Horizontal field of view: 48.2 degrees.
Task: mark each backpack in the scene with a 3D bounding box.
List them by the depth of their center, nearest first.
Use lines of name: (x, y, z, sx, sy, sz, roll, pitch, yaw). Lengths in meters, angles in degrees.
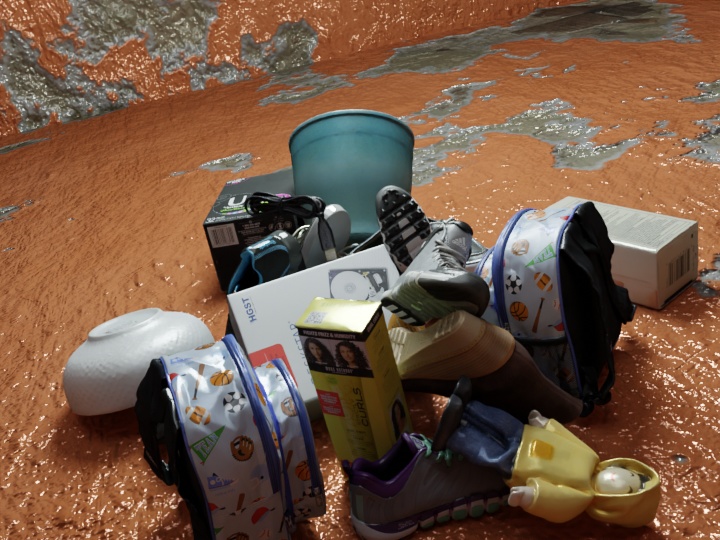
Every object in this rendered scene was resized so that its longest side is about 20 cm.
backpack: (-0.119, 0.160, 0.741, 0.154, 0.191, 0.200, -25, 37, -17)
backpack: (0.211, 0.025, 0.884, 0.154, 0.191, 0.200, 1, 29, 27)

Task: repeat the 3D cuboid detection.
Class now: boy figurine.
boy figurine: (0.162, 0.170, 0.703, 0.199, 0.065, 0.124, 24, 30, 16)

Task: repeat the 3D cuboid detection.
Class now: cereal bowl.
cereal bowl: (-0.286, 0.103, 1.027, 0.199, 0.084, 0.200, -15, 13, 4)

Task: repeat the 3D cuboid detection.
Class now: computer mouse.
computer mouse: (-0.077, -0.006, 1.039, 0.140, 0.201, 0.046, 0, 10, 37)

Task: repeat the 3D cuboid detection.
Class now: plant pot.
plant pot: (-0.010, -0.114, 1.236, 0.199, 0.200, 0.189, -6, 69, 10)

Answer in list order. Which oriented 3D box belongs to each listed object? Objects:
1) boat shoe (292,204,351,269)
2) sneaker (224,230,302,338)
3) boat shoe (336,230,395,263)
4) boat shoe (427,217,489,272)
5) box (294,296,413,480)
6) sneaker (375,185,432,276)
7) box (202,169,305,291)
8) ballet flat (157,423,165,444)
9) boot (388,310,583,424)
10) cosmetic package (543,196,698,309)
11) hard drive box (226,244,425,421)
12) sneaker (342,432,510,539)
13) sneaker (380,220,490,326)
boat shoe: (-0.071, -0.026, 1.114, 0.071, 0.200, 0.064, -23, 61, -35)
sneaker: (-0.145, 0.039, 1.019, 0.073, 0.200, 0.082, 34, 31, 23)
boat shoe: (0.000, 0.000, 1.080, 0.075, 0.062, 0.200, 12, 29, 30)
boat shoe: (0.127, -0.048, 1.228, 0.073, 0.068, 0.199, -24, 28, -25)
box: (0.000, 0.121, 0.776, 0.075, 0.201, 0.050, 4, 36, 26)
sneaker: (0.069, -0.024, 1.079, 0.066, 0.200, 0.090, -34, 18, -9)
box: (-0.158, -0.072, 1.331, 0.148, 0.125, 0.200, -8, 25, 7)
ballet flat: (-0.185, 0.156, 0.897, 0.200, 0.057, 0.067, -30, 47, 40)
boot: (0.102, 0.122, 0.820, 0.200, 0.166, 0.072, -29, 29, 49)
cosmetic package: (0.336, -0.029, 1.079, 0.103, 0.088, 0.200, -29, 32, -30)
hard drive box: (-0.036, 0.079, 0.938, 0.199, 0.077, 0.156, -19, 66, -14)
sneaker: (0.082, 0.182, 0.750, 0.199, 0.088, 0.074, -19, 26, -15)
sneaker: (0.091, -0.008, 0.835, 0.116, 0.075, 0.200, -58, 14, -16)
